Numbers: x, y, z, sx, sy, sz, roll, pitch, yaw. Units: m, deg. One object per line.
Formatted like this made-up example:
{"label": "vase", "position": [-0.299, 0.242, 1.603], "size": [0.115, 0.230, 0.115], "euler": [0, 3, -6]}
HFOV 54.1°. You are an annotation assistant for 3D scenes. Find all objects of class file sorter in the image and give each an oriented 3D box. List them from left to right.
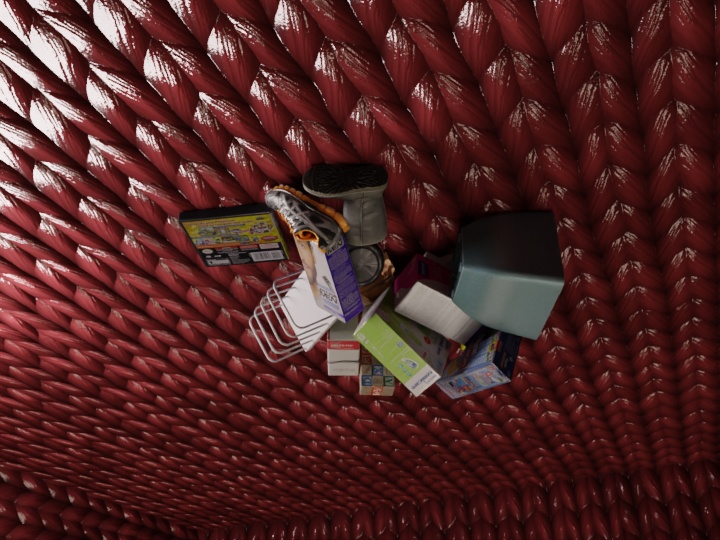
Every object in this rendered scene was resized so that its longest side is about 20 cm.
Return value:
{"label": "file sorter", "position": [-0.162, 0.106, 1.645], "size": [0.123, 0.140, 0.200], "euler": [-20, 162, -36]}

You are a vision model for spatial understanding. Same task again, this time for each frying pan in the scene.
{"label": "frying pan", "position": [-0.025, -0.042, 1.538], "size": [0.115, 0.031, 0.190], "euler": [-42, 109, 7]}

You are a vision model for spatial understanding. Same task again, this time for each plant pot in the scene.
{"label": "plant pot", "position": [0.294, 0.000, 1.480], "size": [0.195, 0.199, 0.198], "euler": [7, 139, -3]}

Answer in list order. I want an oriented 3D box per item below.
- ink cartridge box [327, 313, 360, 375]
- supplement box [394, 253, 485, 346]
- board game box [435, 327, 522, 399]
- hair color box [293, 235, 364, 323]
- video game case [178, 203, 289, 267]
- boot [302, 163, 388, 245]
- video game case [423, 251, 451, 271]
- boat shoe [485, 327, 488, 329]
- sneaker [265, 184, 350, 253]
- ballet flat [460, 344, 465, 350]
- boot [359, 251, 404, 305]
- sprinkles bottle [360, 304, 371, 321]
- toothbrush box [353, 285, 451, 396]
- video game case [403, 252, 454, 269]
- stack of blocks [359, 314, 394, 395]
{"label": "ink cartridge box", "position": [-0.042, 0.157, 1.763], "size": [0.082, 0.147, 0.201], "euler": [0, 147, -1]}
{"label": "supplement box", "position": [0.180, 0.066, 1.563], "size": [0.197, 0.102, 0.104], "euler": [25, 127, -17]}
{"label": "board game box", "position": [0.263, 0.195, 1.566], "size": [0.062, 0.201, 0.199], "euler": [42, 131, -11]}
{"label": "hair color box", "position": [-0.067, 0.000, 1.478], "size": [0.064, 0.109, 0.203], "euler": [-33, 126, -27]}
{"label": "video game case", "position": [-0.265, -0.072, 1.508], "size": [0.195, 0.026, 0.182], "euler": [-5, 148, 7]}
{"label": "boot", "position": [-0.026, -0.126, 1.406], "size": [0.178, 0.074, 0.201], "euler": [3, 154, -3]}
{"label": "video game case", "position": [0.200, 0.054, 1.637], "size": [0.197, 0.018, 0.144], "euler": [28, 125, -10]}
{"label": "boat shoe", "position": [0.299, 0.130, 1.747], "size": [0.068, 0.200, 0.057], "euler": [34, 90, -29]}
{"label": "sneaker", "position": [-0.115, -0.101, 1.356], "size": [0.198, 0.078, 0.078], "euler": [26, 167, 31]}
{"label": "ballet flat", "position": [0.308, 0.138, 1.840], "size": [0.066, 0.067, 0.200], "euler": [33, 135, -12]}
{"label": "boot", "position": [0.000, 0.000, 1.603], "size": [0.153, 0.075, 0.199], "euler": [-30, 138, 25]}
{"label": "sprinkles bottle", "position": [0.101, 0.128, 1.679], "size": [0.196, 0.069, 0.069], "euler": [13, 151, 14]}
{"label": "toothbrush box", "position": [0.097, 0.154, 1.569], "size": [0.200, 0.146, 0.086], "euler": [45, 119, -4]}
{"label": "video game case", "position": [0.226, 0.017, 1.674], "size": [0.197, 0.023, 0.182], "euler": [-18, 144, 22]}
{"label": "stack of blocks", "position": [0.054, 0.215, 1.807], "size": [0.112, 0.203, 0.059], "euler": [2, 148, -3]}
